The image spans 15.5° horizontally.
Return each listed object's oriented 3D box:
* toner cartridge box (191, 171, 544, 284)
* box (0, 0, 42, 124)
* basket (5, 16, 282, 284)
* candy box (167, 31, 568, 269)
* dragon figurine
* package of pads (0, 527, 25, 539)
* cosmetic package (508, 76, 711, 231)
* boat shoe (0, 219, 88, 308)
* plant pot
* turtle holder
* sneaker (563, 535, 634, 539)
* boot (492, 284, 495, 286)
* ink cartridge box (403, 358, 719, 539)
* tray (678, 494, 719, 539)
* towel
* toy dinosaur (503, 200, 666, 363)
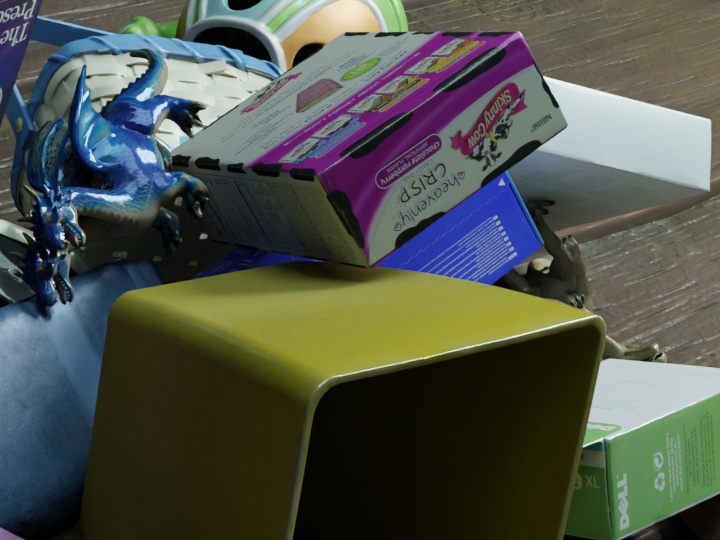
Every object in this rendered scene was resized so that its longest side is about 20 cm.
[{"bbox_3d":[0.000,0.000,1.458,0.200,0.095,0.043,-36,20,-23],"label":"toner cartridge box"},{"bbox_3d":[-0.260,-0.098,1.339,0.079,0.141,0.200,37,33,17],"label":"box"},{"bbox_3d":[-0.129,-0.080,1.553,0.176,0.139,0.200,8,39,-24],"label":"basket"},{"bbox_3d":[-0.001,-0.067,1.389,0.136,0.061,0.200,-36,20,-19],"label":"candy box"},{"bbox_3d":[-0.137,-0.066,1.389,0.099,0.059,0.200,15,48,-25],"label":"dragon figurine"},{"bbox_3d":[-0.222,0.171,1.132,0.120,0.076,0.200,26,29,7],"label":"package of pads"},{"bbox_3d":[0.094,-0.067,1.629,0.150,0.052,0.200,9,-13,-34],"label":"cosmetic package"},{"bbox_3d":[-0.247,-0.003,1.421,0.199,0.072,0.068,20,49,0],"label":"boat shoe"},{"bbox_3d":[-0.026,0.094,1.286,0.200,0.201,0.176,-11,30,-44],"label":"plant pot"},{"bbox_3d":[-0.066,-0.154,1.724,0.185,0.141,0.132,32,32,18],"label":"turtle holder"},{"bbox_3d":[0.174,0.183,1.362,0.073,0.082,0.200,-8,38,-37],"label":"sneaker"},{"bbox_3d":[0.037,0.028,1.551,0.200,0.073,0.182,45,23,26],"label":"boot"},{"bbox_3d":[0.120,0.101,1.421,0.104,0.060,0.200,4,15,41],"label":"ink cartridge box"},{"bbox_3d":[0.242,0.153,1.448,0.098,0.037,0.200,14,11,-12],"label":"tray"},{"bbox_3d":[-0.157,0.068,1.349,0.200,0.048,0.112,-26,88,-51],"label":"towel"},{"bbox_3d":[0.116,0.013,1.626,0.058,0.101,0.200,-32,27,-5],"label":"toy dinosaur"}]
